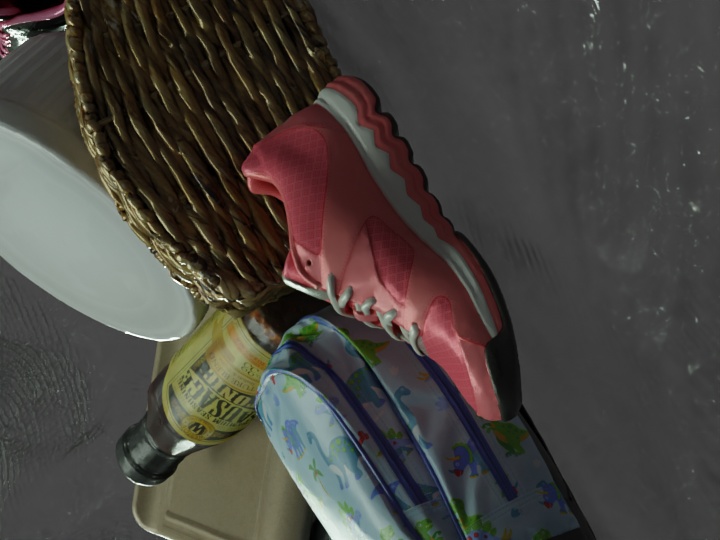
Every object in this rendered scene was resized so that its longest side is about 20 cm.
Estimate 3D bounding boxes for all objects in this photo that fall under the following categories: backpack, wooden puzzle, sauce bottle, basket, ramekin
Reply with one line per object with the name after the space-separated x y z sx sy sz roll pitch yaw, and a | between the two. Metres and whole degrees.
0.032 0.103 1.067 0.163 0.153 0.201 114 141 -72 | backpack
-0.077 0.092 1.263 0.200 0.037 0.186 6 87 57 | wooden puzzle
-0.086 0.070 1.194 0.200 0.066 0.066 -48 66 43 | sauce bottle
-0.079 -0.078 1.094 0.200 0.142 0.149 62 174 0 | basket
-0.158 -0.057 1.187 0.202 0.094 0.203 28 155 14 | ramekin

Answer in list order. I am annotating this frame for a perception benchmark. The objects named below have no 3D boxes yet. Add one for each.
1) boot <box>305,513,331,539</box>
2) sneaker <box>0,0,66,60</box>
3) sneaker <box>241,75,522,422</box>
-0.006 0.136 1.217 0.154 0.073 0.204 -31 52 53 | boot
-0.202 -0.163 1.217 0.200 0.095 0.079 -28 77 47 | sneaker
0.009 0.002 0.973 0.200 0.087 0.074 59 174 24 | sneaker
